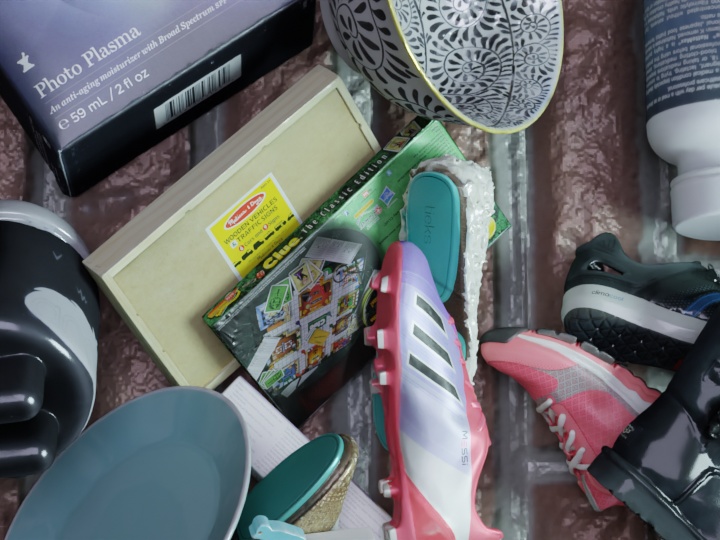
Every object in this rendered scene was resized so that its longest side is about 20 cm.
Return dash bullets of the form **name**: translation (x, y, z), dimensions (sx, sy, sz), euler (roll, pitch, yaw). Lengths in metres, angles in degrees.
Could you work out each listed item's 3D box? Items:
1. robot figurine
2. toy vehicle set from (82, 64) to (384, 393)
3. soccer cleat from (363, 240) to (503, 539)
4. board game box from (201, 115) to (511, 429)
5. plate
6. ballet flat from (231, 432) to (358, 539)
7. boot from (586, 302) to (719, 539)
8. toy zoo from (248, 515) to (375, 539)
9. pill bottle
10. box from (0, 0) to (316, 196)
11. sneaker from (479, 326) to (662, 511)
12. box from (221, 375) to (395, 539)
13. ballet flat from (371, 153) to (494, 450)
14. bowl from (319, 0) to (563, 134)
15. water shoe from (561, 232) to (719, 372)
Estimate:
- **robot figurine**: translation (-0.224, 0.042, 1.337), dimensions (0.125, 0.200, 0.150), euler (26, 120, -22)
- **toy vehicle set**: translation (-0.067, -0.022, 1.394), dimensions (0.200, 0.027, 0.124), euler (-41, 128, -13)
- **soccer cleat**: translation (0.046, 0.081, 1.359), dimensions (0.076, 0.067, 0.200), euler (-3, 91, -8)
- **board game box**: translation (0.000, 0.000, 1.412), dimensions (0.200, 0.023, 0.105), euler (-43, 120, -11)
- **plate**: translation (-0.142, 0.159, 1.340), dimensions (0.200, 0.200, 0.026), euler (-50, 126, -11)
- **ballet flat**: translation (-0.065, 0.180, 1.364), dimensions (0.200, 0.071, 0.065), euler (-39, 113, 14)
- **boot**: translation (0.263, 0.120, 1.349), dimensions (0.200, 0.076, 0.168), euler (41, 94, -7)
- **toy zoo**: translation (-0.040, 0.238, 1.338), dimensions (0.131, 0.020, 0.200), euler (-16, 113, -6)
- **pill bottle**: translation (0.246, -0.126, 1.431), dimensions (0.119, 0.120, 0.200), euler (1, 78, -3)
- **box**: translation (-0.165, -0.191, 1.420), dimensions (0.200, 0.123, 0.199), euler (-34, 81, -10)
- **sneaker**: translation (0.157, 0.107, 1.403), dimensions (0.200, 0.074, 0.087), euler (30, 80, 3)
- **box**: translation (-0.019, 0.151, 1.401), dimensions (0.200, 0.039, 0.041), euler (42, 78, 5)
- **ballet flat**: translation (0.056, 0.022, 1.404), dimensions (0.072, 0.072, 0.200), euler (9, 107, -2)
- **bowl**: translation (0.036, -0.174, 1.385), dimensions (0.094, 0.201, 0.201), euler (-14, 76, 37)
- **water shoe**: translation (0.231, 0.030, 1.422), dimensions (0.200, 0.072, 0.079), euler (19, 59, -10)
